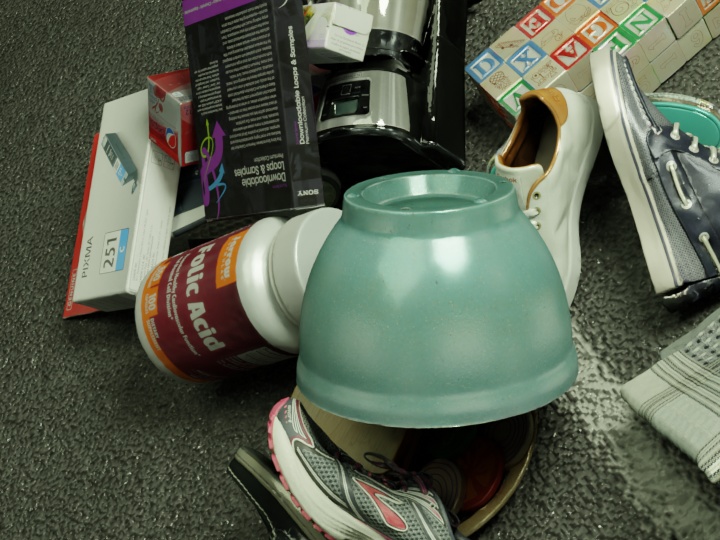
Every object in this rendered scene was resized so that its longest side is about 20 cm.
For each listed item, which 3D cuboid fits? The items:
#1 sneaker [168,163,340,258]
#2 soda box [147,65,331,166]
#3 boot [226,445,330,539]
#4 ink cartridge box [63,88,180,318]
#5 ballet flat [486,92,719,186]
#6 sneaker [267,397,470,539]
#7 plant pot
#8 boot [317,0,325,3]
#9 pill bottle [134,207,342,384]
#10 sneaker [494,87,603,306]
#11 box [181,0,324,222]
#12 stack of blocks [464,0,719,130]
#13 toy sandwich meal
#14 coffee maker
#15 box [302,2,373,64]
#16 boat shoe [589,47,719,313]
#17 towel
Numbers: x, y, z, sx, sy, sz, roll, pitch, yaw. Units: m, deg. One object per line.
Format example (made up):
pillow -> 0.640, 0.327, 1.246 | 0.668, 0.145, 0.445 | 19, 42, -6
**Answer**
sneaker -> -0.109, -0.099, 1.287 | 0.201, 0.077, 0.147 | -17, 52, 25
soda box -> -0.093, -0.156, 1.253 | 0.199, 0.064, 0.070 | -16, 35, -30
boot -> -0.066, 0.242, 0.974 | 0.154, 0.073, 0.204 | -44, 69, 2
ink cartridge box -> -0.241, -0.061, 1.309 | 0.175, 0.045, 0.202 | -10, 68, 46
ballet flat -> 0.197, -0.105, 1.091 | 0.199, 0.072, 0.073 | -12, 52, 27
sneaker -> 0.014, 0.161, 0.950 | 0.075, 0.200, 0.081 | -46, 0, 9
plant pot -> 0.050, 0.007, 0.945 | 0.198, 0.135, 0.200 | -3, 17, 1
boot -> -0.018, -0.271, 1.313 | 0.199, 0.132, 0.070 | -25, 46, 17
pill bottle -> -0.085, 0.021, 1.122 | 0.199, 0.114, 0.115 | -19, 47, 42
sneaker -> 0.123, -0.041, 1.036 | 0.072, 0.084, 0.202 | 12, 93, 44
box -> -0.090, -0.144, 1.120 | 0.143, 0.036, 0.202 | -3, 93, 54
stack of blocks -> 0.201, -0.192, 1.154 | 0.200, 0.059, 0.115 | -40, 45, 2
toy sandwich meal -> 0.035, 0.117, 1.030 | 0.204, 0.070, 0.206 | -18, 49, 23
coffee maker -> 0.043, -0.181, 1.197 | 0.134, 0.191, 0.202 | -14, 70, 54
box -> -0.061, -0.196, 1.146 | 0.199, 0.041, 0.039 | 10, 86, 57
boat shoe -> 0.236, -0.078, 0.998 | 0.092, 0.075, 0.202 | -18, 85, 16
towel -> 0.264, 0.044, 0.881 | 0.192, 0.035, 0.200 | -41, 9, 3
